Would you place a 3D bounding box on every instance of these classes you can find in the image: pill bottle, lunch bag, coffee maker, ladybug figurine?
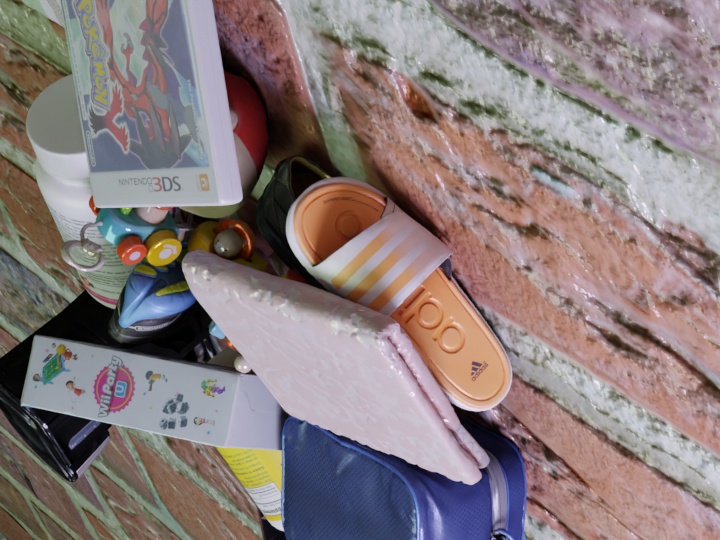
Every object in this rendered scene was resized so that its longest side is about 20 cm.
[{"bbox_3d":[-0.060,0.158,1.746,0.200,0.112,0.112,56,159,-13],"label":"pill bottle"},{"bbox_3d":[0.044,0.180,1.536,0.200,0.132,0.136,27,123,45],"label":"lunch bag"},{"bbox_3d":[-0.209,-0.067,1.659,0.113,0.113,0.200,36,157,33],"label":"pill bottle"},{"bbox_3d":[-0.265,0.079,1.916,0.135,0.200,0.192,14,140,57],"label":"coffee maker"},{"bbox_3d":[-0.124,-0.107,1.464,0.136,0.072,0.200,56,160,-15],"label":"ladybug figurine"}]

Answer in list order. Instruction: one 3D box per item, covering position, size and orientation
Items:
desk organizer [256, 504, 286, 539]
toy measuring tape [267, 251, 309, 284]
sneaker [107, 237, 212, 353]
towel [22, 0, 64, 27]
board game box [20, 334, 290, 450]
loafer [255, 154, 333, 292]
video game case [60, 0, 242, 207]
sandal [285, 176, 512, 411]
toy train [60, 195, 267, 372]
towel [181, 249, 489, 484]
[{"bbox_3d":[-0.053,0.223,1.911,0.072,0.077,0.200,41,159,23],"label":"desk organizer"},{"bbox_3d":[-0.028,0.008,1.522,0.074,0.073,0.200,56,-178,-19],"label":"toy measuring tape"},{"bbox_3d":[-0.148,0.022,1.637,0.071,0.083,0.199,46,-156,12],"label":"sneaker"},{"bbox_3d":[-0.237,-0.229,1.544,0.200,0.031,0.149,32,153,40],"label":"towel"},{"bbox_3d":[-0.153,0.103,1.610,0.199,0.065,0.147,9,177,27],"label":"board game box"},{"bbox_3d":[0.000,0.000,1.406,0.200,0.073,0.072,43,155,13],"label":"loafer"},{"bbox_3d":[-0.154,-0.144,1.375,0.182,0.023,0.201,1,102,54],"label":"video game case"},{"bbox_3d":[0.040,0.013,1.343,0.207,0.079,0.059,45,163,-13],"label":"sandal"},{"bbox_3d":[-0.129,-0.007,1.543,0.200,0.150,0.056,28,120,-9],"label":"toy train"},{"bbox_3d":[-0.017,0.068,1.402,0.200,0.032,0.191,17,153,39],"label":"towel"}]
